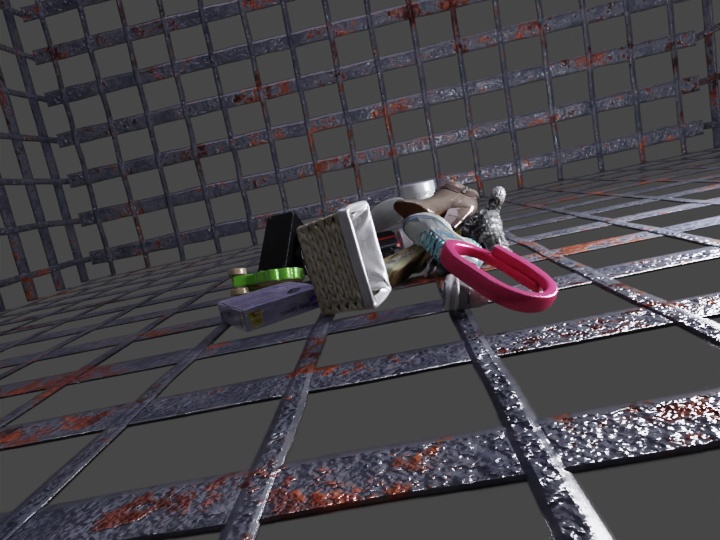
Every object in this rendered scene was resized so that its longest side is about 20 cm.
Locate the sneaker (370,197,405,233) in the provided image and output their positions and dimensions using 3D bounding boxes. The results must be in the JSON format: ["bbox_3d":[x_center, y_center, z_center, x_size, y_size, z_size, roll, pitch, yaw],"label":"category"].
[{"bbox_3d":[0.055,-0.147,1.478,0.198,0.074,0.116,-31,4,17],"label":"sneaker"}]

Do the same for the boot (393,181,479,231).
[{"bbox_3d":[0.201,-0.174,1.324,0.197,0.071,0.147,25,57,15],"label":"boot"}]

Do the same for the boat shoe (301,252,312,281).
[{"bbox_3d":[-0.140,-0.042,1.450,0.071,0.072,0.201,16,31,-23],"label":"boat shoe"}]

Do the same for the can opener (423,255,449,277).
[{"bbox_3d":[0.202,-0.022,1.232,0.066,0.054,0.199,27,25,19],"label":"can opener"}]

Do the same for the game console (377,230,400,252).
[{"bbox_3d":[0.002,-0.056,1.341,0.196,0.032,0.177,-14,16,2],"label":"game console"}]

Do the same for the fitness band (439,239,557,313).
[{"bbox_3d":[0.218,0.002,0.827,0.142,0.038,0.199,-7,33,-42],"label":"fitness band"}]

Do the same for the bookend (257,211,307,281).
[{"bbox_3d":[-0.201,-0.028,1.522,0.090,0.202,0.201,-9,-34,19],"label":"bookend"}]

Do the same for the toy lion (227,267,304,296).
[{"bbox_3d":[-0.238,0.026,1.331,0.187,0.070,0.200,-8,-6,-12],"label":"toy lion"}]

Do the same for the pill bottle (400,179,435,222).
[{"bbox_3d":[0.178,-0.147,1.475,0.111,0.204,0.114,-11,10,2],"label":"pill bottle"}]

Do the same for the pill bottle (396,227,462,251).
[{"bbox_3d":[0.200,-0.088,1.371,0.196,0.115,0.112,-12,9,-4],"label":"pill bottle"}]

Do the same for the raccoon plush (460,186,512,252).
[{"bbox_3d":[0.318,-0.115,1.224,0.095,0.204,0.133,19,-4,-24],"label":"raccoon plush"}]

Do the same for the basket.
[{"bbox_3d":[-0.032,-0.023,1.043,0.121,0.204,0.135,-13,8,20],"label":"basket"}]

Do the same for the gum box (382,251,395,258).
[{"bbox_3d":[-0.002,-0.040,1.488,0.196,0.068,0.114,-11,10,9],"label":"gum box"}]

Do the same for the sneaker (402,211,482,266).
[{"bbox_3d":[0.178,-0.060,1.135,0.197,0.079,0.086,28,31,10],"label":"sneaker"}]

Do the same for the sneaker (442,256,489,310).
[{"bbox_3d":[0.192,0.028,0.899,0.080,0.076,0.200,7,20,15],"label":"sneaker"}]

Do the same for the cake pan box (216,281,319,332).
[{"bbox_3d":[-0.203,0.073,1.144,0.181,0.053,0.199,-15,10,-31],"label":"cake pan box"}]

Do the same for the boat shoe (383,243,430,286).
[{"bbox_3d":[0.111,-0.029,1.202,0.062,0.074,0.199,34,36,24],"label":"boat shoe"}]
